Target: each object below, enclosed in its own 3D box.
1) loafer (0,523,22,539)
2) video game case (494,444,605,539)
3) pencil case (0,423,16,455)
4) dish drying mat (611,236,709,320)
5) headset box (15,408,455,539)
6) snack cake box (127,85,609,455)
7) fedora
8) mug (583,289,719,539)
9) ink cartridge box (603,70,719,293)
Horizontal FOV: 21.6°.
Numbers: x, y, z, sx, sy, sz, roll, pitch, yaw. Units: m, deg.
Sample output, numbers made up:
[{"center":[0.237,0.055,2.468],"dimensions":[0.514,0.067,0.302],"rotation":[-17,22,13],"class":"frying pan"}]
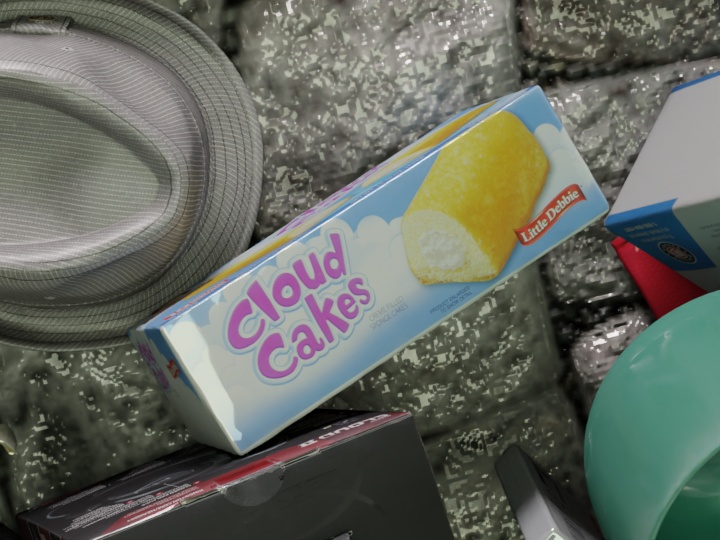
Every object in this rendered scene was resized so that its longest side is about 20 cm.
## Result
[{"center":[-0.152,0.215,0.899],"dimensions":[0.068,0.070,0.201],"rotation":[-21,98,-4],"class":"loafer"},{"center":[0.147,0.170,0.888],"dimensions":[0.200,0.143,0.018],"rotation":[42,95,-8],"class":"video game case"},{"center":[-0.260,0.054,0.868],"dimensions":[0.200,0.078,0.090],"rotation":[34,111,-8],"class":"pencil case"},{"center":[0.208,0.050,0.944],"dimensions":[0.077,0.018,0.200],"rotation":[-32,98,-2],"class":"dish drying mat"},{"center":[-0.056,0.119,0.818],"dimensions":[0.148,0.200,0.078],"rotation":[-21,94,-19],"class":"headset box"},{"center":[0.000,0.000,0.853],"dimensions":[0.200,0.115,0.067],"rotation":[-34,98,-13],"class":"snack cake box"},{"center":[-0.141,-0.046,0.863],"dimensions":[0.199,0.090,0.178],"rotation":[13,95,-7],"class":"fedora"},{"center":[0.182,0.070,0.809],"dimensions":[0.152,0.115,0.185],"rotation":[24,112,-25],"class":"mug"},{"center":[0.236,-0.011,0.864],"dimensions":[0.200,0.145,0.084],"rotation":[32,77,-14],"class":"ink cartridge box"}]
